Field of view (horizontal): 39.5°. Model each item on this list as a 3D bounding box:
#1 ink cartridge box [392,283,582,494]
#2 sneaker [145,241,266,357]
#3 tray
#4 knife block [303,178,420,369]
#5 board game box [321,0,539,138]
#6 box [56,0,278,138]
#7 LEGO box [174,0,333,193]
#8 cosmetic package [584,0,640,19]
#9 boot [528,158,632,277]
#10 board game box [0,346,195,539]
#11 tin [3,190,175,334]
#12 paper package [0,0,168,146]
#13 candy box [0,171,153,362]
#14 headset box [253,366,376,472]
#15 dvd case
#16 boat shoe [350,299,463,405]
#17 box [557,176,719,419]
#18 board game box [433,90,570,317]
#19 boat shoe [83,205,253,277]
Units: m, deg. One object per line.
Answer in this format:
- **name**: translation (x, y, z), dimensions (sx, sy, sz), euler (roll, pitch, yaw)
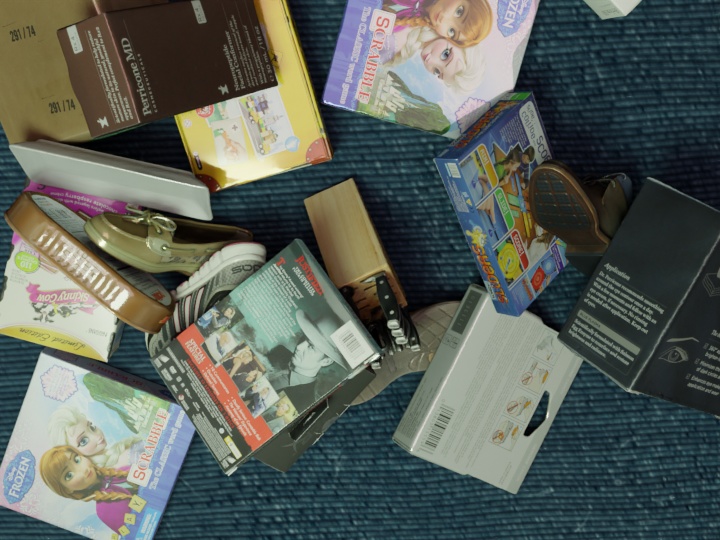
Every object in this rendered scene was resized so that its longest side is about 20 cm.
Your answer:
- **ink cartridge box**: translation (0.152, 0.139, 1.151), dimensions (0.173, 0.044, 0.200), euler (28, 89, -33)
- **sneaker**: translation (-0.163, 0.057, 1.079), dimensions (0.074, 0.088, 0.200), euler (17, 132, -44)
- **tray**: translation (-0.250, -0.097, 1.036), dimensions (0.200, 0.107, 0.022), euler (12, 73, -2)
- **knife block**: translation (0.000, 0.000, 1.059), dimensions (0.064, 0.176, 0.200), euler (-24, 89, 3)
- **board game box**: translation (0.078, -0.252, 1.082), dimensions (0.199, 0.041, 0.200), euler (14, 102, -3)
- **box**: translation (-0.174, -0.198, 0.941), dimensions (0.075, 0.200, 0.100), euler (-7, 104, 38)
- **LEGO box**: translation (-0.128, -0.198, 1.082), dimensions (0.149, 0.077, 0.200), euler (-16, 101, 3)
- **cosmetic package**: translation (0.222, -0.360, 1.037), dimensions (0.200, 0.108, 0.085), euler (44, 98, -7)
- **boot**: translation (0.237, -0.080, 1.068), dimensions (0.075, 0.200, 0.097), euler (6, 62, 34)
- **board game box**: translation (-0.310, 0.214, 1.185), dimensions (0.199, 0.041, 0.200), euler (21, 101, -4)
- **tin**: translation (-0.276, -0.011, 1.036), dimensions (0.200, 0.112, 0.042), euler (40, 98, -2)
- **paper package**: translation (-0.290, -0.228, 1.023), dimensions (0.200, 0.103, 0.191), euler (-11, 104, 34)
- **candy box**: translation (-0.321, -0.012, 1.129), dimensions (0.136, 0.061, 0.200), euler (15, 102, -4)
- **headset box**: translation (-0.082, 0.105, 1.080), dimensions (0.149, 0.200, 0.075), euler (-47, 128, 9)
- **dvd case**: translation (-0.096, 0.086, 0.996), dimensions (0.200, 0.022, 0.146), euler (-40, 77, 11)
- **boat shoe**: translation (0.040, 0.080, 1.141), dimensions (0.200, 0.072, 0.076), euler (-22, 114, -18)
- **box**: translation (0.349, 0.034, 1.070), dimensions (0.197, 0.117, 0.200), euler (19, 104, -41)
- **board game box**: translation (0.164, -0.070, 1.067), dimensions (0.135, 0.034, 0.200), euler (-42, 122, -29)
- **boat shoe**: translation (-0.203, -0.037, 1.075), dimensions (0.073, 0.200, 0.063), euler (47, 111, 34)
